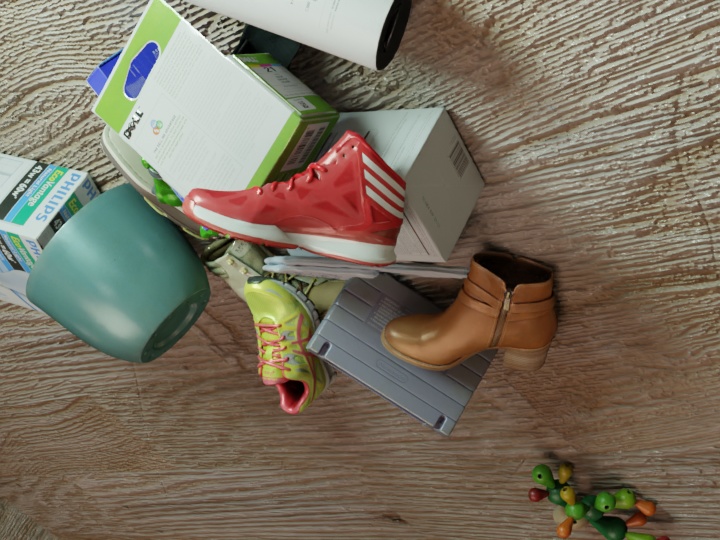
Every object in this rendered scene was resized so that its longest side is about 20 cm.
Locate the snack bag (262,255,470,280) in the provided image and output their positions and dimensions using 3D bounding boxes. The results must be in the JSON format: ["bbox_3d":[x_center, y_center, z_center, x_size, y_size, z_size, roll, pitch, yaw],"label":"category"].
[{"bbox_3d":[0.000,0.000,1.288,0.200,0.021,0.189,3,179,-11],"label":"snack bag"}]

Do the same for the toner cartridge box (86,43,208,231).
[{"bbox_3d":[-0.183,-0.149,1.244,0.200,0.095,0.043,53,148,-8],"label":"toner cartridge box"}]

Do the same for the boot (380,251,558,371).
[{"bbox_3d":[0.120,0.040,1.331,0.200,0.074,0.155,3,139,6],"label":"boot"}]

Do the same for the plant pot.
[{"bbox_3d":[-0.286,0.019,1.487,0.161,0.201,0.201,41,151,9],"label":"plant pot"}]

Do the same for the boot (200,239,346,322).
[{"bbox_3d":[-0.099,0.010,1.483,0.200,0.072,0.155,-11,128,48],"label":"boot"}]

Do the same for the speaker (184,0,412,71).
[{"bbox_3d":[-0.057,-0.246,1.057,0.200,0.081,0.081,21,149,12],"label":"speaker"}]

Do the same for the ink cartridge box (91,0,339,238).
[{"bbox_3d":[-0.142,-0.153,1.153,0.200,0.076,0.148,42,117,15],"label":"ink cartridge box"}]

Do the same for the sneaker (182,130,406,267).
[{"bbox_3d":[-0.054,-0.078,1.082,0.200,0.116,0.078,12,-172,-12],"label":"sneaker"}]

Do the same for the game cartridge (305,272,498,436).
[{"bbox_3d":[0.051,0.092,1.420,0.200,0.130,0.038,33,163,-6],"label":"game cartridge"}]

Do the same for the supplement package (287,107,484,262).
[{"bbox_3d":[0.003,-0.087,1.212,0.200,0.110,0.114,3,141,36],"label":"supplement package"}]

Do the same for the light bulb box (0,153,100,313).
[{"bbox_3d":[-0.443,-0.044,1.634,0.200,0.125,0.198,13,146,27],"label":"light bulb box"}]

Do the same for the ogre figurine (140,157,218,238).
[{"bbox_3d":[-0.156,-0.092,1.342,0.200,0.098,0.120,-8,169,-27],"label":"ogre figurine"}]

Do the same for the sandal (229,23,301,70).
[{"bbox_3d":[-0.106,-0.198,1.199,0.075,0.048,0.200,28,149,2],"label":"sandal"}]

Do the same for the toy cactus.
[{"bbox_3d":[0.307,0.335,1.618,0.200,0.102,0.165,23,160,-6],"label":"toy cactus"}]

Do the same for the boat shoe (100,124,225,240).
[{"bbox_3d":[-0.233,-0.103,1.427,0.200,0.072,0.060,36,146,-22],"label":"boat shoe"}]

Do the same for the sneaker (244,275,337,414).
[{"bbox_3d":[-0.093,0.094,1.440,0.078,0.090,0.200,2,132,37],"label":"sneaker"}]
